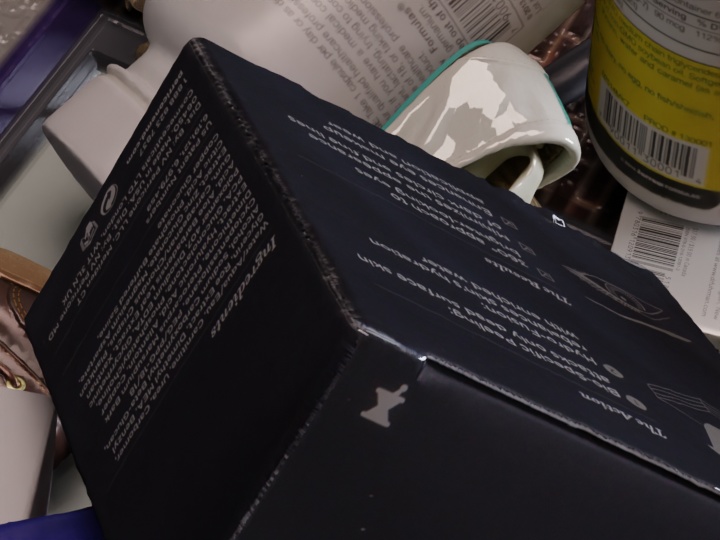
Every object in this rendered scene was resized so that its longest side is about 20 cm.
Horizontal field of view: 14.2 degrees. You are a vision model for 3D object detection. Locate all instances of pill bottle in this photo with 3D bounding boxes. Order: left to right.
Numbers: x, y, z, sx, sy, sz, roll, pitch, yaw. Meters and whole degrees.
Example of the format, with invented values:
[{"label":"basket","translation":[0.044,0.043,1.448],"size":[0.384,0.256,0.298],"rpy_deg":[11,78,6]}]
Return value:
[{"label":"pill bottle","translation":[-0.018,-0.086,1.098],"size":[0.200,0.114,0.114],"rpy_deg":[-41,64,-7]},{"label":"pill bottle","translation":[0.147,-0.120,1.080],"size":[0.114,0.200,0.115],"rpy_deg":[1,51,-1]}]

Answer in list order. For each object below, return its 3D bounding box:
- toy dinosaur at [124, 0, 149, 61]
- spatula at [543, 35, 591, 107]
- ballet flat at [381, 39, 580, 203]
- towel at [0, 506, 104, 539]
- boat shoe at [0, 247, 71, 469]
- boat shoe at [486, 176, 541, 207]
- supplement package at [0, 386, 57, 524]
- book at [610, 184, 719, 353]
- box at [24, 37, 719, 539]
[{"label":"toy dinosaur","translation":[-0.079,-0.119,1.196],"size":[0.199,0.058,0.101],"rpy_deg":[9,35,-12]},{"label":"spatula","translation":[0.060,-0.065,1.181],"size":[0.200,0.021,0.057],"rpy_deg":[-32,77,-33]},{"label":"ballet flat","translation":[0.000,0.000,1.047],"size":[0.200,0.069,0.069],"rpy_deg":[-43,64,-2]},{"label":"towel","translation":[-0.089,0.168,0.823],"size":[0.147,0.050,0.201],"rpy_deg":[-4,66,-39]},{"label":"boat shoe","translation":[-0.183,0.010,1.051],"size":[0.199,0.071,0.070],"rpy_deg":[24,47,10]},{"label":"boat shoe","translation":[0.067,0.032,1.079],"size":[0.066,0.074,0.200],"rpy_deg":[16,40,-35]},{"label":"supplement package","translation":[-0.175,0.140,0.914],"size":[0.121,0.120,0.201],"rpy_deg":[11,51,-1]},{"label":"book","translation":[0.201,-0.003,1.141],"size":[0.199,0.048,0.134],"rpy_deg":[15,51,6]},{"label":"box","translation":[0.022,0.052,0.873],"size":[0.196,0.118,0.200],"rpy_deg":[26,16,-27]}]
